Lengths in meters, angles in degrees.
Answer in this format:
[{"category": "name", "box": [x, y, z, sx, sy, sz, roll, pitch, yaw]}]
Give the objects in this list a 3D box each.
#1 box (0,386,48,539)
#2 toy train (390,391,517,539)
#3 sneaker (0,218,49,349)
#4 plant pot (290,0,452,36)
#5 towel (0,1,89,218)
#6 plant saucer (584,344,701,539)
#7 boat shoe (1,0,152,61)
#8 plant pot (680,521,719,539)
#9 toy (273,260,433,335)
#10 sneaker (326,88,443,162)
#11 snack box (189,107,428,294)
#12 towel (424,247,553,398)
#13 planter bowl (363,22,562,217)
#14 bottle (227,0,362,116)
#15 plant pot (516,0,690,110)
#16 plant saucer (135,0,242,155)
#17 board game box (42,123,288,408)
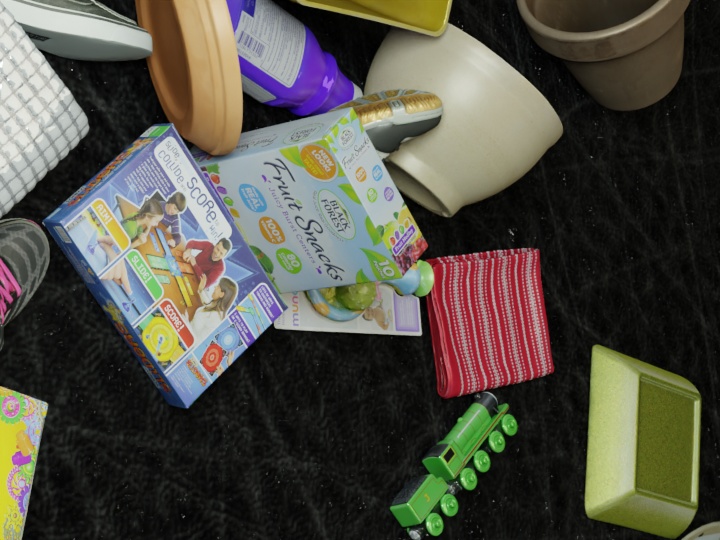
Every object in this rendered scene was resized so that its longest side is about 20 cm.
[{"category": "box", "box": [-0.327, 0.173, 1.081, 0.122, 0.192, 0.202, 26, 64, -43]}, {"category": "toy train", "box": [0.095, 0.194, 1.664, 0.057, 0.042, 0.200, 54, 47, -13]}, {"category": "sneaker", "box": [-0.288, 0.027, 1.226, 0.200, 0.087, 0.074, -47, 117, -42]}, {"category": "plant pot", "box": [-0.029, -0.336, 1.485, 0.199, 0.176, 0.202, 4, 101, -47]}, {"category": "towel", "box": [-0.319, -0.126, 1.200, 0.166, 0.085, 0.200, -46, 114, -19]}, {"category": "plant saucer", "box": [0.341, 0.202, 1.928, 0.199, 0.048, 0.202, 20, 69, -45]}, {"category": "boat shoe", "box": [-0.249, -0.215, 1.324, 0.199, 0.070, 0.064, 11, 77, -45]}, {"category": "plant pot", "box": [0.452, 0.402, 1.941, 0.201, 0.187, 0.187, 54, 47, -9]}, {"category": "toy", "box": [0.000, 0.000, 1.581, 0.199, 0.047, 0.116, 6, 77, -48]}, {"category": "sneaker", "box": [-0.014, -0.103, 1.511, 0.076, 0.199, 0.088, -107, 178, -72]}, {"category": "snack box", "box": [-0.057, -0.053, 1.414, 0.053, 0.199, 0.143, -51, 120, -38]}, {"category": "towel", "box": [0.139, 0.052, 1.747, 0.199, 0.022, 0.146, -7, 90, -49]}, {"category": "planter bowl", "box": [0.078, -0.139, 1.605, 0.200, 0.200, 0.135, 42, 82, -35]}, {"category": "bottle", "box": [-0.079, -0.195, 1.513, 0.199, 0.065, 0.084, 30, 61, -41]}, {"category": "plant pot", "box": [0.294, -0.277, 1.871, 0.175, 0.199, 0.201, 60, 44, -46]}, {"category": "plant saucer", "box": [-0.147, -0.191, 1.360, 0.037, 0.200, 0.202, -15, 95, -18]}, {"category": "board game box", "box": [-0.160, -0.004, 1.391, 0.135, 0.034, 0.201, -44, 117, -28]}]
